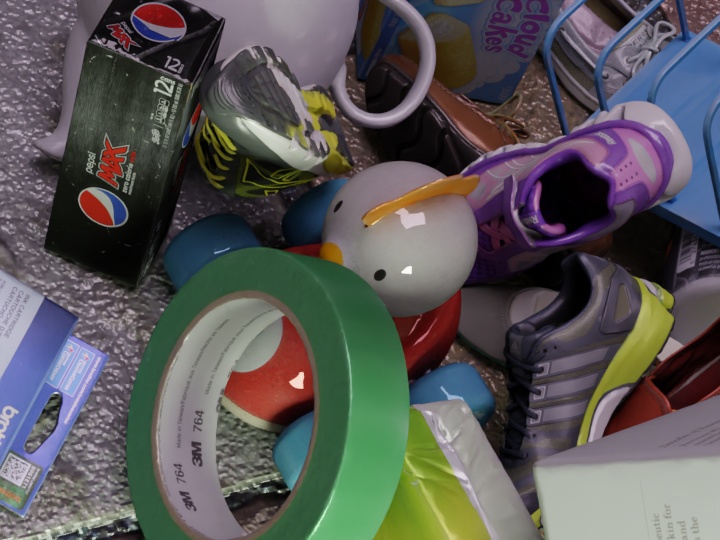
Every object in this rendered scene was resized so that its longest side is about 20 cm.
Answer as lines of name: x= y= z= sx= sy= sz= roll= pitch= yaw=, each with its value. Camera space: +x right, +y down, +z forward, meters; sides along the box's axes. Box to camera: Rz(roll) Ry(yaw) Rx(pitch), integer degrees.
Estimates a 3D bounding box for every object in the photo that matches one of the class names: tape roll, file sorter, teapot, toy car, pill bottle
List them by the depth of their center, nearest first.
tape roll: x=-0.056 y=0.088 z=1.504 sx=0.048 sy=0.200 sz=0.201 roll=12 pitch=48 yaw=-42
toy car: x=0.000 y=0.000 z=1.591 sx=0.177 sy=0.200 sz=0.184 roll=-17 pitch=62 yaw=-30
teapot: x=-0.084 y=-0.142 z=1.699 sx=0.197 sy=0.200 sz=0.146 roll=-13 pitch=96 yaw=-55
file sorter: x=0.236 y=-0.116 z=1.704 sx=0.139 sy=0.123 sz=0.200 roll=-42 pitch=49 yaw=-21
pill bottle: x=0.265 y=-0.033 z=1.778 sx=0.106 sy=0.106 sz=0.200 roll=20 pitch=50 yaw=-6

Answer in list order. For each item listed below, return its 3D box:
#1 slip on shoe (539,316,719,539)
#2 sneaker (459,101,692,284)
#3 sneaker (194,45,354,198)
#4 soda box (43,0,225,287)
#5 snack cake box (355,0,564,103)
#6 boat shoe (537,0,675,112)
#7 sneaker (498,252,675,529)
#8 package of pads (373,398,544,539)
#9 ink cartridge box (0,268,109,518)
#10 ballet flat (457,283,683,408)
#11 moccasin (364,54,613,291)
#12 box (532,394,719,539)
slip on shoe: x=0.185 y=0.096 z=1.634 sx=0.200 sy=0.061 sz=0.074 roll=-39 pitch=37 yaw=-2
sneaker: x=0.111 y=-0.040 z=1.661 sx=0.081 sy=0.200 sz=0.088 roll=59 pitch=37 yaw=-7
sneaker: x=-0.064 y=-0.076 z=1.578 sx=0.085 sy=0.200 sz=0.075 roll=-26 pitch=76 yaw=11
soda box: x=-0.140 y=-0.082 z=1.595 sx=0.071 sy=0.200 sz=0.063 roll=23 pitch=49 yaw=2
snack cake box: x=0.080 y=-0.205 z=1.771 sx=0.115 sy=0.200 sz=0.067 roll=9 pitch=53 yaw=-14
boat shoe: x=0.170 y=-0.174 z=1.870 sx=0.202 sy=0.065 sz=0.074 roll=43 pitch=52 yaw=13
sneaker: x=0.114 y=0.076 z=1.621 sx=0.081 sy=0.074 sz=0.200 roll=37 pitch=74 yaw=-25
package of pads: x=0.056 y=0.194 z=1.500 sx=0.068 sy=0.155 sz=0.200 roll=-14 pitch=63 yaw=-28
ink cartridge box: x=-0.250 y=0.045 z=1.519 sx=0.200 sy=0.042 sz=0.119 roll=34 pitch=67 yaw=-16
ballet flat: x=0.155 y=0.048 z=1.703 sx=0.200 sy=0.064 sz=0.067 roll=26 pitch=50 yaw=-1
moccasin: x=0.087 y=-0.074 z=1.762 sx=0.201 sy=0.074 sz=0.078 roll=37 pitch=42 yaw=11
box: x=0.226 y=0.172 z=1.390 sx=0.200 sy=0.171 sz=0.199 roll=-15 pitch=95 yaw=-51
